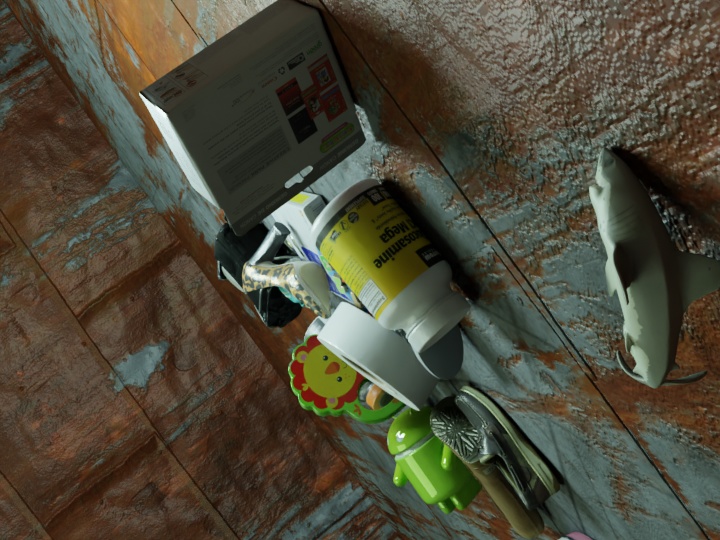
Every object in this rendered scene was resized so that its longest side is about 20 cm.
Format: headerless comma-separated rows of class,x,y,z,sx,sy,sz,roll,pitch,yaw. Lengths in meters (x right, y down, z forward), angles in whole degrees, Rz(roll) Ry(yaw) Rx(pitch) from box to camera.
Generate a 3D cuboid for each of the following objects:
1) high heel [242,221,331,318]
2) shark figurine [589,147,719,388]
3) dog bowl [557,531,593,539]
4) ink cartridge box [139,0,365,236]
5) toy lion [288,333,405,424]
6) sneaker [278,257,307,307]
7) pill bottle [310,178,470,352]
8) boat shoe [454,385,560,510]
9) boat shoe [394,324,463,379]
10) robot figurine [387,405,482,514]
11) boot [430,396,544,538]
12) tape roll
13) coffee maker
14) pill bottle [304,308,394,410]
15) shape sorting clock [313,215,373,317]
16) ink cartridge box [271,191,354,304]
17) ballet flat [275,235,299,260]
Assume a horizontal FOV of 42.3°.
high heel,-0.123,0.038,1.536,0.143,0.071,0.201,-54,55,29
shark figurine,0.227,0.026,0.677,0.129,0.088,0.217,-83,-24,-59
dog bowl,0.346,0.473,1.366,0.200,0.073,0.201,48,165,17
ink cartridge box,-0.112,-0.169,1.035,0.084,0.199,0.177,37,158,48
toy lion,-0.018,0.183,1.605,0.200,0.191,0.069,48,166,17
sneaker,-0.104,0.035,1.678,0.080,0.077,0.200,53,-172,11
pill bottle,0.039,-0.004,1.131,0.201,0.112,0.113,49,166,12
boat shoe,0.197,0.252,1.330,0.201,0.066,0.072,47,166,24
boat shoe,0.069,0.056,1.253,0.201,0.073,0.068,56,161,-9
robot figurine,0.126,0.326,1.638,0.201,0.115,0.175,55,144,-1
boot,0.199,0.314,1.479,0.201,0.066,0.176,53,-177,-32
tape roll,0.031,0.135,1.463,0.201,0.071,0.203,34,171,6
coffee maker,-0.206,-0.010,1.874,0.200,0.134,0.193,40,161,40
pill bottle,-0.009,0.169,1.723,0.200,0.106,0.107,43,163,33
shape sorting clock,0.000,0.000,1.364,0.199,0.039,0.201,36,155,20
ink cartridge box,-0.067,-0.042,1.534,0.199,0.047,0.200,57,168,-22
ballet flat,-0.134,-0.041,1.719,0.067,0.057,0.200,53,166,-4
